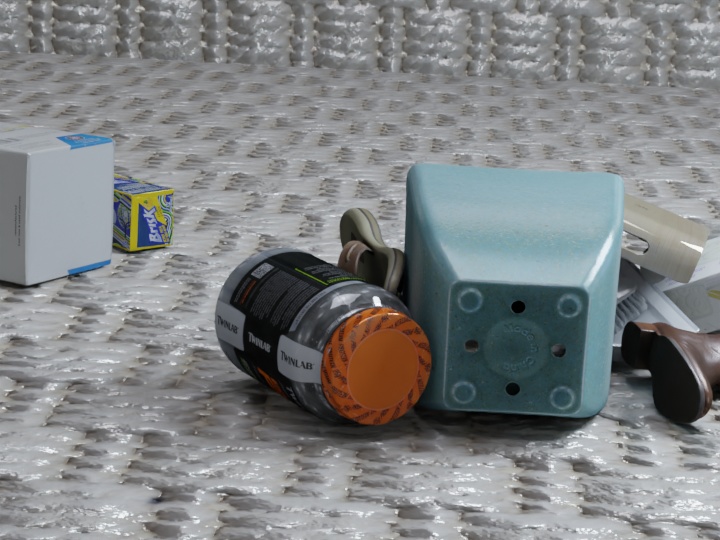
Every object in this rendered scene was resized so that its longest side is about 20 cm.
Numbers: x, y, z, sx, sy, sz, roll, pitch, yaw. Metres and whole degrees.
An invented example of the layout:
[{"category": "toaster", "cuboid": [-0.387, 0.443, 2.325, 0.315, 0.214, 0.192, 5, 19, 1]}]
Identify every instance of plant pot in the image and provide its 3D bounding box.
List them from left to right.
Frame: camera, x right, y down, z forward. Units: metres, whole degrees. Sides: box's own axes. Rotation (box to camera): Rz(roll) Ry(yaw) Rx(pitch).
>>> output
[{"category": "plant pot", "cuboid": [0.132, 0.031, 1.622, 0.196, 0.196, 0.200, 3, 19, 1]}]

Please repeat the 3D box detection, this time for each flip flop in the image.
[{"category": "flip flop", "cuboid": [0.000, 0.000, 1.726, 0.058, 0.081, 0.200, -1, 27, -15]}]

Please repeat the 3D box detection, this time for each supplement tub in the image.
[{"category": "supplement tub", "cuboid": [-0.032, 0.058, 1.609, 0.122, 0.123, 0.200, -5, 16, -29]}]

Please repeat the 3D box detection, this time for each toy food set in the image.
[{"category": "toy food set", "cuboid": [0.264, -0.036, 1.853, 0.143, 0.060, 0.200, 23, 11, 8]}]

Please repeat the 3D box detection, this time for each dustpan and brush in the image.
[{"category": "dustpan and brush", "cuboid": [0.203, 0.049, 1.790, 0.200, 0.057, 0.140, -29, 49, -13]}]

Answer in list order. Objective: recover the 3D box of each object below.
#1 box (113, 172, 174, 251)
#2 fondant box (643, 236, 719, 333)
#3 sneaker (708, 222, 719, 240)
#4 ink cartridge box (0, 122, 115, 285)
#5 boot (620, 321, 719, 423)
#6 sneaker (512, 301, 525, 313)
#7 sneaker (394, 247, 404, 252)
[{"category": "box", "cuboid": [-0.302, -0.077, 2.216, 0.064, 0.070, 0.200, -8, 17, -40]}, {"category": "fondant box", "cuboid": [0.374, 0.008, 1.915, 0.144, 0.058, 0.200, -19, 8, 19]}, {"category": "sneaker", "cuboid": [0.462, 0.005, 2.059, 0.082, 0.077, 0.200, 13, 11, -39]}, {"category": "ink cartridge box", "cuboid": [-0.391, -0.079, 2.049, 0.200, 0.145, 0.147, 11, 15, 30]}, {"category": "boot", "cuboid": [0.354, 0.092, 1.687, 0.200, 0.064, 0.186, 6, 20, -13]}, {"category": "sneaker", "cuboid": [0.136, 0.022, 1.898, 0.200, 0.076, 0.088, 7, 21, 19]}, {"category": "sneaker", "cuboid": [0.010, 0.033, 1.811, 0.076, 0.077, 0.200, 8, 17, 15]}]
